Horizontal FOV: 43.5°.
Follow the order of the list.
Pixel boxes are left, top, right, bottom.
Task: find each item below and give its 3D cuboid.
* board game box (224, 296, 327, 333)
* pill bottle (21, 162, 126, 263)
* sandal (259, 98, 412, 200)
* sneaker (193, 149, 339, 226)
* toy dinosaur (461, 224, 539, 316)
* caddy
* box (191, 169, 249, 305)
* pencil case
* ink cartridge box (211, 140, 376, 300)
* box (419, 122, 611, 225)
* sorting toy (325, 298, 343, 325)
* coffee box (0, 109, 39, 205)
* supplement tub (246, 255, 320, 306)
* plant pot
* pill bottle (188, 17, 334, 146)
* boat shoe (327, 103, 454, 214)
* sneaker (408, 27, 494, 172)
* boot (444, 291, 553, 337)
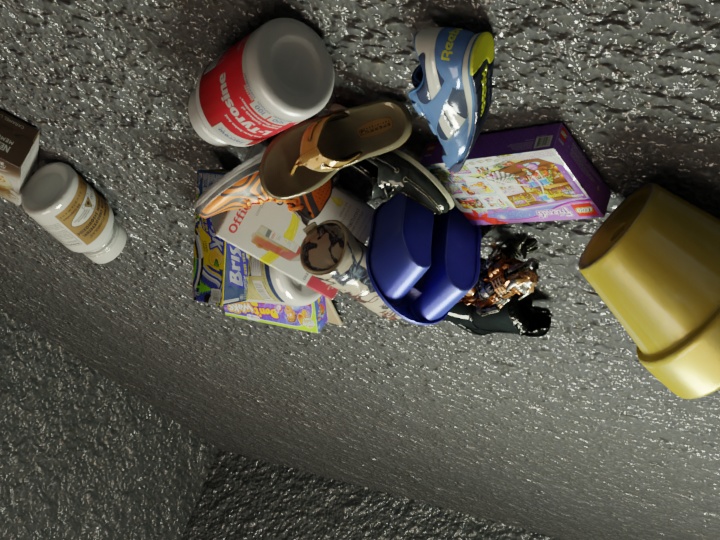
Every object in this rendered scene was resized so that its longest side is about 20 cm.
[{"bbox_3d":[-0.161,0.030,1.645,0.196,0.045,0.137,9,123,23],"label":"board game box"},{"bbox_3d":[-0.529,-0.101,1.693,0.112,0.116,0.201,9,155,27],"label":"pill bottle"},{"bbox_3d":[-0.031,-0.148,1.068,0.197,0.082,0.054,-22,-174,3],"label":"sandal"},{"bbox_3d":[-0.114,-0.098,1.184,0.113,0.198,0.078,60,176,-7],"label":"sneaker"},{"bbox_3d":[0.172,0.001,1.244,0.197,0.138,0.102,1,151,41],"label":"toy dinosaur"},{"bbox_3d":[0.080,-0.024,1.201,0.140,0.202,0.105,30,135,-20],"label":"caddy"},{"bbox_3d":[-0.212,-0.052,1.394,0.063,0.204,0.070,9,-170,29],"label":"box"},{"bbox_3d":[0.000,0.000,1.236,0.199,0.078,0.090,33,-169,-48],"label":"pencil case"},{"bbox_3d":[-0.094,-0.073,1.288,0.198,0.147,0.083,29,-174,-19],"label":"ink cartridge box"},{"bbox_3d":[0.186,-0.112,1.103,0.198,0.040,0.137,-1,148,43],"label":"box"},{"bbox_3d":[-0.134,0.041,1.759,0.182,0.037,0.200,14,161,20],"label":"sorting toy"},{"bbox_3d":[-0.640,-0.205,1.606,0.113,0.081,0.200,26,157,-12],"label":"coffee box"},{"bbox_3d":[-0.158,-0.018,1.494,0.197,0.146,0.144,3,151,38],"label":"supplement tub"},{"bbox_3d":[0.361,0.010,1.037,0.188,0.202,0.201,39,157,-1],"label":"plant pot"},{"bbox_3d":[-0.126,-0.213,1.071,0.111,0.114,0.199,33,155,-27],"label":"pill bottle"},{"bbox_3d":[0.025,-0.123,1.128,0.198,0.066,0.075,39,168,-1],"label":"boat shoe"},{"bbox_3d":[0.097,-0.188,0.981,0.081,0.075,0.201,18,150,15],"label":"sneaker"},{"bbox_3d":[0.185,0.050,1.414,0.198,0.078,0.167,26,162,-29],"label":"boot"}]
